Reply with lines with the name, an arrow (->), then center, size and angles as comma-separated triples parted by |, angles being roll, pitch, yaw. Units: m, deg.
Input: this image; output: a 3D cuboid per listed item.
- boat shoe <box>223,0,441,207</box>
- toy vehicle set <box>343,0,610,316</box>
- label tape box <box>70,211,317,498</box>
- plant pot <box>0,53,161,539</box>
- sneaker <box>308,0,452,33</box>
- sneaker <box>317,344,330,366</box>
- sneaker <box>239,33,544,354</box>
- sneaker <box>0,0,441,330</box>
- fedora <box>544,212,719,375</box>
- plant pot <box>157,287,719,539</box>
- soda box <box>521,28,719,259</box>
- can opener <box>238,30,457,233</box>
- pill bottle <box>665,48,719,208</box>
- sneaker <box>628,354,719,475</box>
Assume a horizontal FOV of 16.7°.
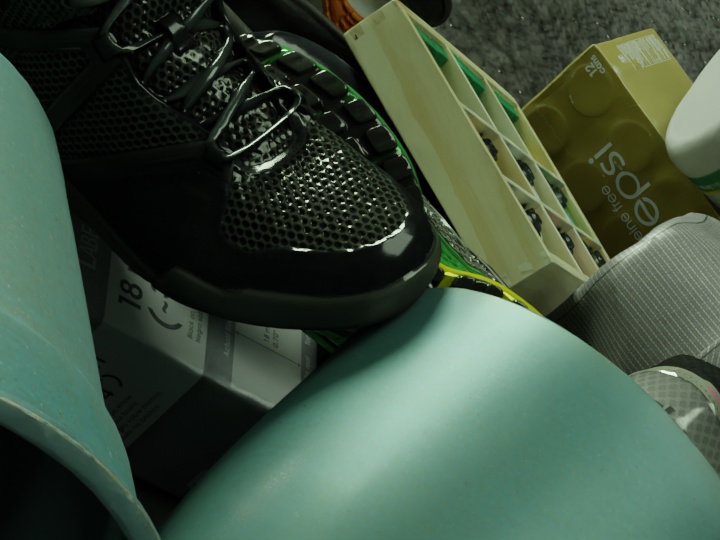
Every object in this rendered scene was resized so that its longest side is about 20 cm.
boat shoe -> -0.022, -0.084, 1.049 | 0.199, 0.057, 0.067 | 29, 37, -26
toy vehicle set -> 0.061, -0.035, 1.036 | 0.125, 0.026, 0.200 | 60, 11, 15
label tape box -> -0.110, -0.019, 0.882 | 0.199, 0.063, 0.145 | 29, 38, -27
plant pot -> -0.155, 0.032, 0.684 | 0.200, 0.200, 0.197 | 27, 32, -28
sneaker -> -0.027, -0.175, 1.081 | 0.092, 0.075, 0.200 | 62, 2, 33
sneaker -> 0.015, 0.066, 0.931 | 0.075, 0.070, 0.201 | -8, 62, -50
sneaker -> 0.000, 0.000, 0.884 | 0.200, 0.078, 0.085 | 49, -2, -7
sneaker -> -0.059, -0.061, 0.783 | 0.199, 0.115, 0.076 | 35, 53, 29
fedora -> 0.129, 0.037, 0.984 | 0.090, 0.177, 0.200 | 52, -4, 15
plant pot -> 0.010, 0.131, 0.758 | 0.161, 0.201, 0.201 | -34, 83, -30
soda box -> 0.161, -0.016, 1.175 | 0.064, 0.068, 0.200 | -20, 72, -54
can opener -> 0.001, -0.022, 1.013 | 0.200, 0.078, 0.064 | 43, 69, -30
pill bottle -> 0.246, -0.030, 1.123 | 0.200, 0.113, 0.113 | 42, 34, -11
sneaker -> 0.101, 0.106, 0.852 | 0.087, 0.201, 0.074 | -35, 52, -29
